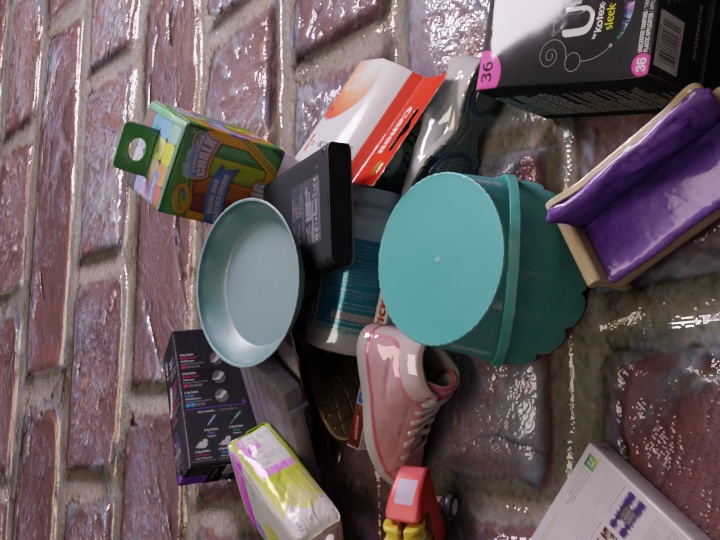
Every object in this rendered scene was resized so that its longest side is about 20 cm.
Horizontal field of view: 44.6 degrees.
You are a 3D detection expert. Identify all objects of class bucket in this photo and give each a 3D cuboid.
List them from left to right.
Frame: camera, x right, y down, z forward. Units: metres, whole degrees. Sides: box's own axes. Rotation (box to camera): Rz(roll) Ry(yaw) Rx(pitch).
[{"bbox_3d":[0.125,-0.005,0.923,0.206,0.134,0.209,-9,78,47],"label":"bucket"}]

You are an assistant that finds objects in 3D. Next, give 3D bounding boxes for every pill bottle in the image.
[{"bbox_3d":[0.000,0.000,1.083,0.110,0.110,0.202,14,94,49],"label":"pill bottle"}]

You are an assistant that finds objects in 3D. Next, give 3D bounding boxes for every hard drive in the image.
[{"bbox_3d":[-0.068,-0.060,1.064,0.200,0.033,0.141,-19,71,60],"label":"hard drive"}]

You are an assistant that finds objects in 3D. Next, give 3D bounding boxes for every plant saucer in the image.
[{"bbox_3d":[-0.127,0.015,1.056,0.199,0.036,0.202,-5,83,45],"label":"plant saucer"}]

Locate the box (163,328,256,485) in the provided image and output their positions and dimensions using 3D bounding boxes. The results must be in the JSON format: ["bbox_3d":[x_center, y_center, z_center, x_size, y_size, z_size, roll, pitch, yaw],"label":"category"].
[{"bbox_3d":[-0.219,0.196,1.277,0.122,0.105,0.202,127,135,-59],"label":"box"}]

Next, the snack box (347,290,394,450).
[{"bbox_3d":[0.037,0.114,1.050,0.024,0.072,0.202,16,95,46],"label":"snack box"}]

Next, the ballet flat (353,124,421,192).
[{"bbox_3d":[0.014,-0.126,1.122,0.200,0.074,0.075,-34,59,40],"label":"ballet flat"}]

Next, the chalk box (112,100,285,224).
[{"bbox_3d":[-0.226,-0.142,1.170,0.124,0.199,0.126,33,107,47],"label":"chalk box"}]

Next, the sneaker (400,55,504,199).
[{"bbox_3d":[0.102,-0.161,1.038,0.201,0.074,0.087,-62,36,9],"label":"sneaker"}]

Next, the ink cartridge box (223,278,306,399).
[{"bbox_3d":[-0.104,0.115,1.151,0.173,0.043,0.201,37,148,40],"label":"ink cartridge box"}]

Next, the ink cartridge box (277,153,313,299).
[{"bbox_3d":[-0.125,-0.052,1.254,0.145,0.084,0.201,-46,51,33],"label":"ink cartridge box"}]

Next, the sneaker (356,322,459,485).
[{"bbox_3d":[0.061,0.158,0.986,0.104,0.075,0.202,3,110,37],"label":"sneaker"}]

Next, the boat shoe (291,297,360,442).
[{"bbox_3d":[-0.041,0.134,1.148,0.068,0.071,0.201,104,149,-55],"label":"boat shoe"}]

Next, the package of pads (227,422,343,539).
[{"bbox_3d":[-0.090,0.307,1.117,0.200,0.068,0.155,41,147,43],"label":"package of pads"}]

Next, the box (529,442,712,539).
[{"bbox_3d":[0.252,0.278,0.807,0.200,0.036,0.145,46,117,44],"label":"box"}]

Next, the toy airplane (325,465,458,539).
[{"bbox_3d":[0.049,0.341,0.944,0.200,0.141,0.199,-45,71,17],"label":"toy airplane"}]

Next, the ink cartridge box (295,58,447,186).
[{"bbox_3d":[0.006,-0.184,1.072,0.163,0.050,0.200,-56,20,-5],"label":"ink cartridge box"}]

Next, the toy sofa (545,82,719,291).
[{"bbox_3d":[0.272,-0.070,0.798,0.200,0.097,0.083,-42,54,35],"label":"toy sofa"}]

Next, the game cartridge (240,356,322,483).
[{"bbox_3d":[-0.104,0.184,1.141,0.129,0.038,0.201,35,147,37],"label":"game cartridge"}]

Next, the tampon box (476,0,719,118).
[{"bbox_3d":[0.233,-0.236,0.848,0.199,0.126,0.151,8,88,49],"label":"tampon box"}]
